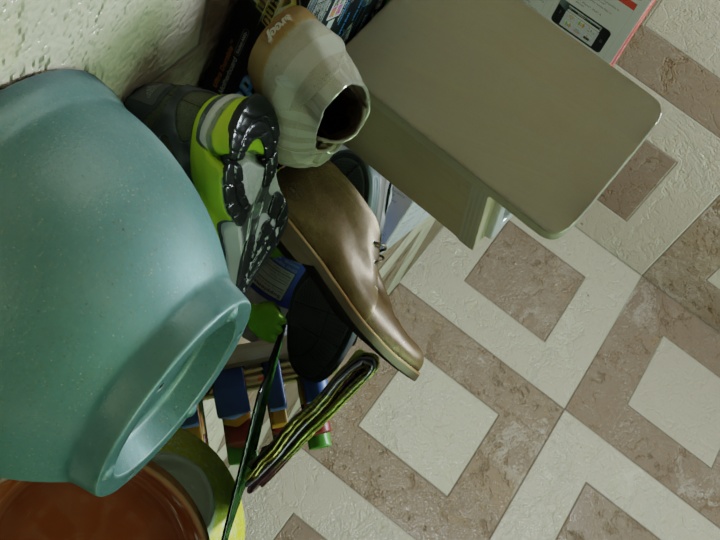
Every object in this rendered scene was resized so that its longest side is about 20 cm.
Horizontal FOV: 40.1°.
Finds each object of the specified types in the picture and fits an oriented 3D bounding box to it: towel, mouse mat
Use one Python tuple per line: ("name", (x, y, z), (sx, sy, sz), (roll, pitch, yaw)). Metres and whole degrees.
("towel", (-0.039, 0.120, 0.840), (0.144, 0.023, 0.200), (-46, 178, -3))
("mouse mat", (-0.088, 0.134, 0.821), (0.200, 0.007, 0.163), (-85, -171, -75))

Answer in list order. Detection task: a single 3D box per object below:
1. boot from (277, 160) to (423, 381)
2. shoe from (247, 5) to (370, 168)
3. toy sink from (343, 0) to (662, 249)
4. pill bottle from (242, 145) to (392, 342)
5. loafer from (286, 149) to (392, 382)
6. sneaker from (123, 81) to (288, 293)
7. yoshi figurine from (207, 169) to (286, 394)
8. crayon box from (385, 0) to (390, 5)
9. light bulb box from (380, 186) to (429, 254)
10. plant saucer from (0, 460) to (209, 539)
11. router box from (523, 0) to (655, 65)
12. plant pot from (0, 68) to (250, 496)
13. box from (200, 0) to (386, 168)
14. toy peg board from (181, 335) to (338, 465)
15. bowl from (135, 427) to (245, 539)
("boot", (0.000, 0.000, 0.759), (0.075, 0.201, 0.073), (-42, -159, -11))
("shoe", (-0.028, -0.097, 0.616), (0.070, 0.053, 0.200), (-52, 173, -5))
("toy sink", (0.091, -0.105, 0.711), (0.131, 0.199, 0.112), (-47, 166, -17))
("pill bottle", (-0.059, -0.022, 0.946), (0.112, 0.111, 0.201), (-45, 168, -54))
("loafer", (-0.009, -0.002, 0.836), (0.063, 0.071, 0.203), (-11, 119, -54))
("sneaker", (-0.094, -0.046, 0.610), (0.074, 0.080, 0.201), (-57, 165, -31))
("yoshi figurine", (-0.105, 0.002, 0.821), (0.201, 0.111, 0.112), (-58, -171, 16))
("crayon box", (0.035, -0.227, 0.792), (0.201, 0.058, 0.119), (-57, 174, 19))
("light bulb box", (0.052, -0.150, 1.032), (0.201, 0.124, 0.198), (-57, 172, 23))
("plant saucer", (-0.212, 0.226, 0.758), (0.201, 0.199, 0.032), (-54, -170, 7))
("router box", (0.166, -0.274, 0.869), (0.049, 0.199, 0.180), (-48, 172, -31))
("plant pot", (-0.139, 0.023, 0.489), (0.201, 0.133, 0.200), (-54, 174, -8))
("box", (-0.045, -0.148, 0.672), (0.201, 0.046, 0.159), (-59, 173, 35))
("toy peg board", (-0.108, 0.139, 1.006), (0.197, 0.099, 0.199), (-11, 167, -8))
("bowl", (-0.178, 0.210, 0.840), (0.200, 0.200, 0.108), (-48, -179, -39))
